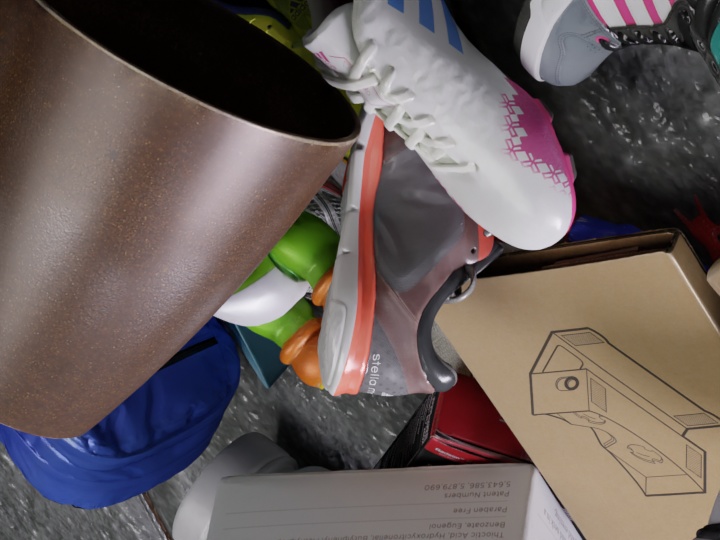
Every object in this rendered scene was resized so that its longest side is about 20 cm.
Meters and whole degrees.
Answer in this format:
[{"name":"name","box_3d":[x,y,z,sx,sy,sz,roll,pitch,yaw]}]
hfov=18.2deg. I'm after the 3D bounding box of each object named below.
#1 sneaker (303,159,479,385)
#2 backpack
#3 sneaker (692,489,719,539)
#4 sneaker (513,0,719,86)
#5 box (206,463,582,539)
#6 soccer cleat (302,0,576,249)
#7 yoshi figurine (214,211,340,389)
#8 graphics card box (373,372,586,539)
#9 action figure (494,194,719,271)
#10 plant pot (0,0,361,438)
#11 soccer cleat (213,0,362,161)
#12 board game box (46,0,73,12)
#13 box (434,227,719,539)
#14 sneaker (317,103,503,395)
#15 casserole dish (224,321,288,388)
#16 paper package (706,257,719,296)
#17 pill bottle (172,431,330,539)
[{"name":"sneaker","box_3d":[0.000,0.000,1.275,0.200,0.082,0.078,43,148,8]},{"name":"backpack","box_3d":[-0.176,0.042,1.424,0.200,0.162,0.168,57,153,13]},{"name":"sneaker","box_3d":[0.260,0.115,1.038,0.199,0.115,0.075,14,-179,9]},{"name":"sneaker","box_3d":[0.150,-0.109,0.979,0.121,0.083,0.200,54,148,10]},{"name":"box","box_3d":[0.032,0.215,1.279,0.199,0.131,0.199,-5,145,23]},{"name":"soccer cleat","box_3d":[0.021,-0.088,1.041,0.200,0.086,0.070,58,137,11]},{"name":"yoshi figurine","box_3d":[-0.069,-0.034,1.209,0.200,0.113,0.112,37,173,5]},{"name":"graphics card box","box_3d":[0.073,0.136,1.314,0.125,0.051,0.200,18,147,-8]},{"name":"action figure","box_3d":[0.162,0.006,1.114,0.200,0.052,0.066,32,150,18]},{"name":"plant pot","box_3d":[-0.127,-0.026,1.080,0.187,0.187,0.201,36,108,20]},{"name":"soccer cleat","box_3d":[-0.017,-0.117,1.182,0.200,0.065,0.084,36,157,24]},{"name":"board game box","box_3d":[-0.171,-0.174,1.186,0.103,0.200,0.105,47,148,3]},{"name":"box","box_3d":[0.138,0.067,1.136,0.163,0.021,0.200,-9,127,42]},{"name":"sneaker","box_3d":[0.031,-0.030,1.109,0.081,0.201,0.077,10,169,-3]},{"name":"casserole dish","box_3d":[-0.086,-0.016,1.356,0.121,0.039,0.200,55,172,47]},{"name":"paper package","box_3d":[0.278,0.017,0.930,0.200,0.103,0.191,50,147,0]},{"name":"pill bottle","box_3d":[-0.022,0.202,1.488,0.200,0.113,0.113,37,147,20]}]
